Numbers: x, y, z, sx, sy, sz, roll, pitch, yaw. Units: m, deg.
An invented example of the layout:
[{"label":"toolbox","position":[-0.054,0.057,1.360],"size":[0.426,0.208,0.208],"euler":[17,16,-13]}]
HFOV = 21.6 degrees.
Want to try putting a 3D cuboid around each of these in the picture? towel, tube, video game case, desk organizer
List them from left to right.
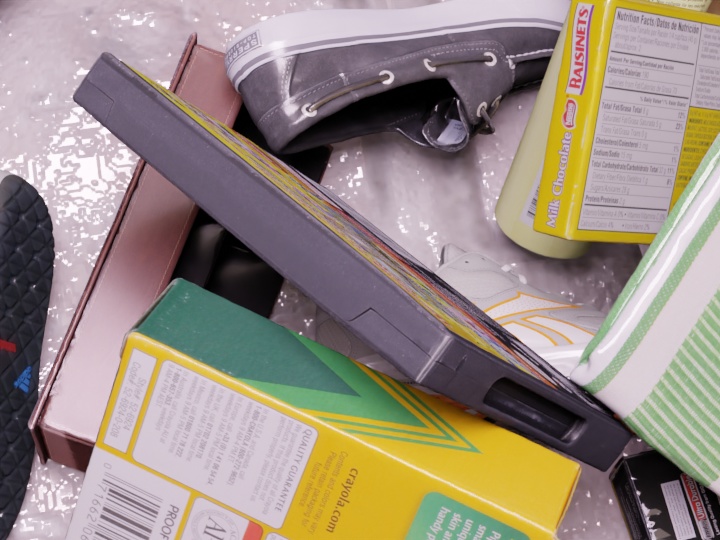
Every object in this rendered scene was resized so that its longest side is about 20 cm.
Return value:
[{"label":"desk organizer","position":[-0.078,0.002,0.869],"size":[0.077,0.072,0.200],"euler":[19,71,1]},{"label":"video game case","position":[0.000,0.000,0.753],"size":[0.200,0.181,0.026],"euler":[39,95,32]},{"label":"tube","position":[0.116,-0.097,0.852],"size":[0.052,0.200,0.058],"euler":[34,38,19]},{"label":"towel","position":[0.199,0.039,0.791],"size":[0.200,0.023,0.153],"euler":[35,84,-18]}]

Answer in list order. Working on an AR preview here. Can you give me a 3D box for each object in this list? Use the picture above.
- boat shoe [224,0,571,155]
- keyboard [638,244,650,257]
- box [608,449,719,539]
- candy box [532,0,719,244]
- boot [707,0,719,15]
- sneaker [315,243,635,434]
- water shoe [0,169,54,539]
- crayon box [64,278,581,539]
[{"label":"boat shoe","position":[0.032,-0.086,0.880],"size":[0.200,0.070,0.066],"euler":[-7,70,-38]},{"label":"keyboard","position":[0.166,0.049,0.834],"size":[0.056,0.011,0.201],"euler":[1,62,-36]},{"label":"box","position":[0.218,0.160,0.840],"size":[0.159,0.049,0.201],"euler":[-16,72,-6]},{"label":"candy box","position":[0.156,-0.061,0.835],"size":[0.200,0.026,0.103],"euler":[2,98,-44]},{"label":"boot","position":[0.113,-0.159,0.900],"size":[0.200,0.066,0.175],"euler":[47,34,14]},{"label":"sneaker","position":[0.073,0.026,0.869],"size":[0.199,0.076,0.092],"euler":[-3,60,-9]},{"label":"water shoe","position":[-0.192,0.052,0.857],"size":[0.079,0.071,0.201],"euler":[0,69,26]},{"label":"crayon box","position":[-0.005,0.103,0.706],"size":[0.200,0.126,0.052],"euler":[25,31,6]}]
